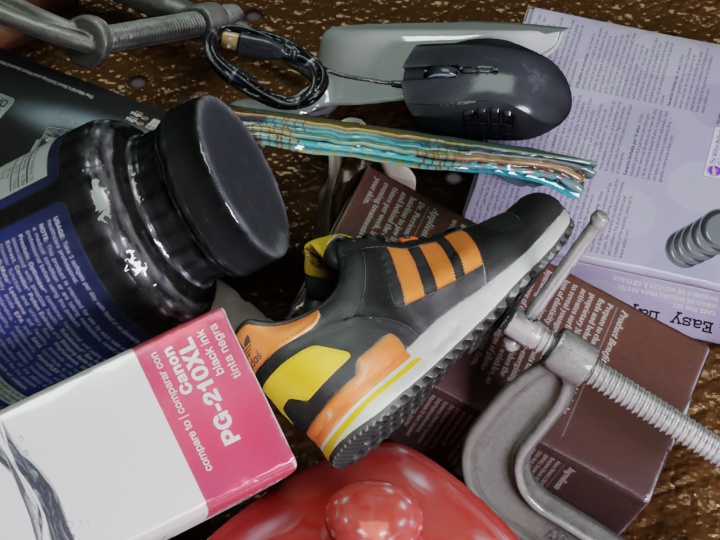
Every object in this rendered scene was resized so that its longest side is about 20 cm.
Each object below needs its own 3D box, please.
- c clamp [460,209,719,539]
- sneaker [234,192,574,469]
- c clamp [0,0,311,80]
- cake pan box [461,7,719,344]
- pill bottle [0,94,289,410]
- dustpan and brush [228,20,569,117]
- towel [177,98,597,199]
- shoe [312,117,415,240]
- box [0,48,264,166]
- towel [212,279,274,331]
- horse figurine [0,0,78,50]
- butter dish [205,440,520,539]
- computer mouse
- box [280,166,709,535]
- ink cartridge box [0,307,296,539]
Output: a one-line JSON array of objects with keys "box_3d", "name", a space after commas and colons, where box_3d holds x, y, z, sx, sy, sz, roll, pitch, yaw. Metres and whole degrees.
[{"box_3d": [0.136, 0.089, 1.296, 0.200, 0.171, 0.027, 37, 32, -8], "name": "c clamp"}, {"box_3d": [0.022, 0.004, 1.291, 0.090, 0.070, 0.200, 42, 50, 6], "name": "sneaker"}, {"box_3d": [-0.136, -0.146, 1.544, 0.171, 0.027, 0.200, 31, 22, 25], "name": "c clamp"}, {"box_3d": [0.161, -0.057, 1.530, 0.184, 0.052, 0.200, 12, 49, 7], "name": "cake pan box"}, {"box_3d": [-0.140, -0.003, 1.310, 0.200, 0.112, 0.112, -25, 46, 17], "name": "pill bottle"}, {"box_3d": [0.000, -0.107, 1.531, 0.199, 0.057, 0.139, -5, 9, -28], "name": "dustpan and brush"}, {"box_3d": [0.009, -0.063, 1.407, 0.199, 0.022, 0.147, 8, 3, -9], "name": "towel"}, {"box_3d": [0.000, 0.000, 1.464, 0.070, 0.053, 0.200, -8, 46, 6], "name": "shoe"}, {"box_3d": [-0.174, -0.032, 1.456, 0.199, 0.050, 0.158, 22, 51, 18], "name": "box"}, {"box_3d": [-0.168, 0.041, 1.443, 0.200, 0.032, 0.191, 34, 56, 27], "name": "towel"}, {"box_3d": [-0.252, -0.136, 1.579, 0.132, 0.050, 0.200, 31, 41, -5], "name": "horse figurine"}, {"box_3d": [0.004, 0.154, 1.267, 0.200, 0.148, 0.199, -31, 56, -27], "name": "butter dish"}, {"box_3d": [0.015, -0.107, 1.461, 0.199, 0.034, 0.059, 7, 64, -4], "name": "computer mouse"}, {"box_3d": [0.063, 0.044, 1.376, 0.200, 0.075, 0.100, 28, 57, 0], "name": "box"}, {"box_3d": [-0.141, 0.102, 1.264, 0.200, 0.145, 0.085, -25, 86, -11], "name": "ink cartridge box"}]
